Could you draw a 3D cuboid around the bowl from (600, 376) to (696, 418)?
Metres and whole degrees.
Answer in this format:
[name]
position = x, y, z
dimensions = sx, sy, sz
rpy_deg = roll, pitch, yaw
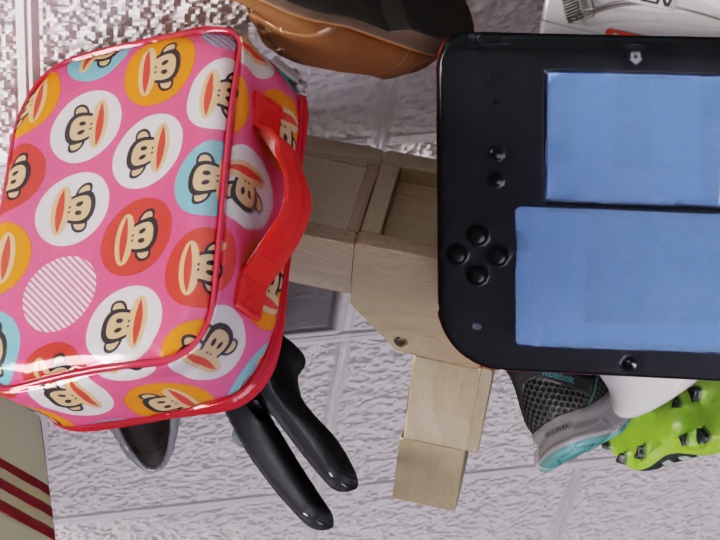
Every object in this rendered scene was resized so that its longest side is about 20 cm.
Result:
[bowl]
position = 0.188, -0.016, 1.277
dimensions = 0.090, 0.201, 0.201
rpy_deg = 42, 127, -5

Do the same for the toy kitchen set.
[toy kitchen set]
position = 0.000, 0.000, 1.276
dimensions = 0.180, 0.163, 0.200
rpy_deg = 11, 134, 6

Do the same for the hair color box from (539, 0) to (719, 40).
[hair color box]
position = 0.146, -0.070, 1.141
dimensions = 0.111, 0.064, 0.201
rpy_deg = 16, 116, 19

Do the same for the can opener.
[can opener]
position = -0.052, 0.093, 1.305
dimensions = 0.078, 0.200, 0.064
rpy_deg = 14, 114, -31

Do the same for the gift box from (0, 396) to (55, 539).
[gift box]
position = -0.295, 0.158, 1.324
dimensions = 0.184, 0.200, 0.187
rpy_deg = -30, 141, 16

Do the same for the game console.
[game console]
position = 0.137, -0.031, 1.097
dimensions = 0.199, 0.031, 0.177
rpy_deg = 2, 113, 10

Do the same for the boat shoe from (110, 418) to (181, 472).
[boat shoe]
position = -0.139, 0.047, 1.327
dimensions = 0.074, 0.065, 0.202
rpy_deg = -8, 145, -7

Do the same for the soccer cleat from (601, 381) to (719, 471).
[soccer cleat]
position = 0.222, 0.097, 1.457
dimensions = 0.081, 0.068, 0.200
rpy_deg = -7, 177, -20

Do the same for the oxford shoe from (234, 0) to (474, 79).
[oxford shoe]
position = -0.035, -0.136, 1.101
dimensions = 0.200, 0.072, 0.071
rpy_deg = 20, 139, -40

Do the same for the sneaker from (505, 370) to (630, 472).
[sneaker]
position = 0.138, 0.056, 1.388
dimensions = 0.077, 0.091, 0.200
rpy_deg = -29, -179, 18

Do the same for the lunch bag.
[lunch bag]
position = -0.099, -0.025, 1.102
dimensions = 0.176, 0.201, 0.082
rpy_deg = -11, 150, 32
